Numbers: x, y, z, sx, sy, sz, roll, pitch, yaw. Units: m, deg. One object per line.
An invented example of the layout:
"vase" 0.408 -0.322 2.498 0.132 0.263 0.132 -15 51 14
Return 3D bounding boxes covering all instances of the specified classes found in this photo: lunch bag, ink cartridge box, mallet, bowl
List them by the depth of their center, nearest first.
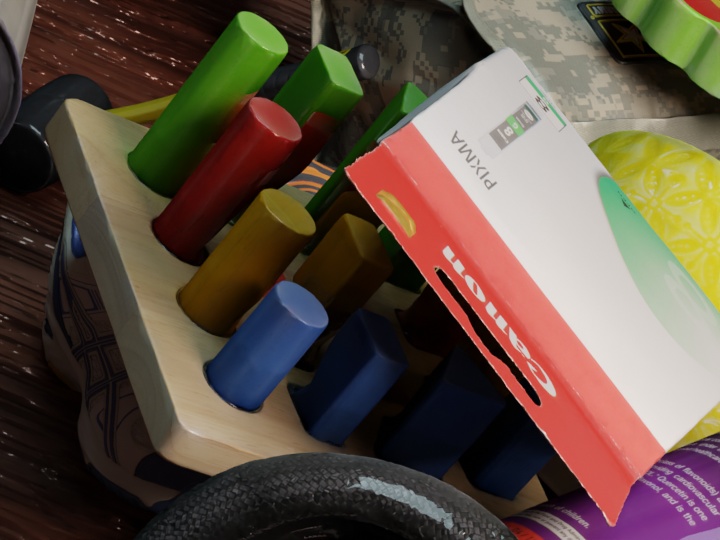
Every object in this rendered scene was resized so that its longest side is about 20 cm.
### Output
"ink cartridge box" 0.074 -0.002 1.103 0.161 0.050 0.200 52 13 -1
"bowl" 0.127 0.049 1.294 0.108 0.200 0.200 -37 61 -23
"mallet" -0.077 -0.081 1.361 0.200 0.041 0.066 -13 19 23
"lunch bag" 0.091 -0.088 1.446 0.164 0.118 0.200 -4 12 -36

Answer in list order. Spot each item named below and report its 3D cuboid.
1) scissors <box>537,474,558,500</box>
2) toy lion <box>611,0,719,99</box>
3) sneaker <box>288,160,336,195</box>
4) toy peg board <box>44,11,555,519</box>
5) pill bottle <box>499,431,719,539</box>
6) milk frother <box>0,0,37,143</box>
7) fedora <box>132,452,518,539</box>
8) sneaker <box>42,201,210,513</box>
"scissors" 0.102 0.122 1.304 0.073 0.014 0.200 9 33 -21
"toy lion" 0.194 -0.131 1.420 0.191 0.069 0.200 9 34 -35
"sneaker" -0.055 -0.007 1.347 0.112 0.078 0.200 25 21 10
"toy peg board" 0.000 0.000 1.169 0.200 0.098 0.199 21 30 -35
"pill bottle" 0.127 0.125 1.114 0.200 0.113 0.112 -20 49 -25
"milk frother" -0.257 -0.150 1.387 0.200 0.181 0.188 -19 30 14
"fedora" -0.014 0.161 1.037 0.200 0.201 0.092 24 4 1
"sneaker" -0.087 0.027 1.213 0.075 0.088 0.200 -8 30 -25
